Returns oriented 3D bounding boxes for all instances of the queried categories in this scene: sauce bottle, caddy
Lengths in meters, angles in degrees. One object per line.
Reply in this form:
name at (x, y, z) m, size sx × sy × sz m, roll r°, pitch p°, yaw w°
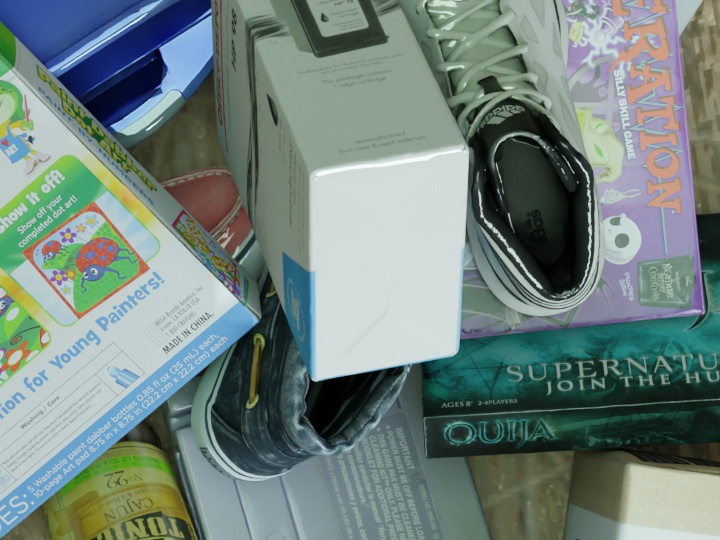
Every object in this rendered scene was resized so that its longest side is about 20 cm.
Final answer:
sauce bottle at (-0.089, 0.156, 1.288) m, size 0.064 × 0.065 × 0.201 m, roll -26°, pitch 55°, yaw 1°
caddy at (-0.124, -0.101, 1.308) m, size 0.199 × 0.141 × 0.105 m, roll -33°, pitch 83°, yaw 1°

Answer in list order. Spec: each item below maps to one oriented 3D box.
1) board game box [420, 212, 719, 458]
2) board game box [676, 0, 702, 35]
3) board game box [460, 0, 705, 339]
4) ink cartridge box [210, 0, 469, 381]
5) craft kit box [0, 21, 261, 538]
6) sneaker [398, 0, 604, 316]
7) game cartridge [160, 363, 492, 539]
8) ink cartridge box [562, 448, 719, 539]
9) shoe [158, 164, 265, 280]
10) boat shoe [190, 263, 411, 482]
board game box at (0.124, 0.025, 1.303) m, size 0.199 × 0.136 × 0.028 m, roll -3°, pitch 127°, yaw 1°
board game box at (0.105, -0.173, 1.325) m, size 0.134 × 0.045 × 0.201 m, roll 33°, pitch 89°, yaw -22°
board game box at (0.079, -0.075, 1.269) m, size 0.119 × 0.032 × 0.201 m, roll -6°, pitch 90°, yaw -7°
ink cartridge box at (-0.017, -0.066, 1.228) m, size 0.066 × 0.116 × 0.201 m, roll -11°, pitch 44°, yaw -12°
craft kit box at (-0.179, 0.009, 1.247) m, size 0.200 × 0.049 × 0.198 m, roll -39°, pitch 114°, yaw 13°
sneaker at (0.061, -0.080, 1.197) m, size 0.075 × 0.115 × 0.202 m, roll -19°, pitch 90°, yaw -3°
game cartridge at (-0.003, 0.132, 1.324) m, size 0.129 × 0.038 × 0.201 m, roll -13°, pitch 77°, yaw -17°
ink cartridge box at (0.125, 0.180, 1.273) m, size 0.075 × 0.165 × 0.201 m, roll 8°, pitch 87°, yaw -3°
shoe at (-0.133, -0.001, 1.319) m, size 0.199 × 0.091 × 0.072 m, roll -31°, pitch 50°, yaw 3°
boat shoe at (0.000, 0.000, 1.291) m, size 0.071 × 0.091 × 0.201 m, roll 32°, pitch 66°, yaw -25°
